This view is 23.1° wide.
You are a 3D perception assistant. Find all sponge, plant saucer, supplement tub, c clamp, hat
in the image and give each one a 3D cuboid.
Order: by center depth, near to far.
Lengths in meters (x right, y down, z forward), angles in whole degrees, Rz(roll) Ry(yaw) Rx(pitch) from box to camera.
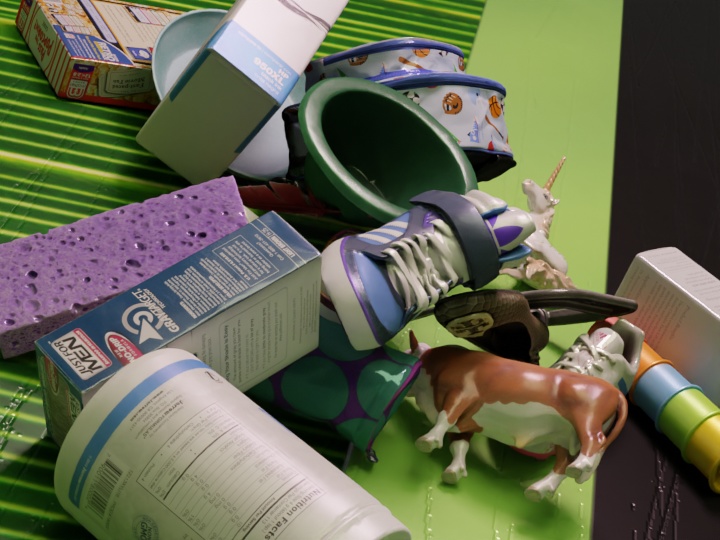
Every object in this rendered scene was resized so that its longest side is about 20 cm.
[{"bbox_3d":[-0.082,0.153,1.101,0.200,0.132,0.132,36,29,21],"label":"supplement tub"},{"bbox_3d":[-0.177,-0.006,1.308,0.199,0.030,0.112,-17,36,-5],"label":"sponge"},{"bbox_3d":[-0.021,-0.053,1.513,0.200,0.176,0.165,49,39,16],"label":"hat"},{"bbox_3d":[0.141,0.033,1.535,0.199,0.170,0.027,9,72,-51],"label":"c clamp"},{"bbox_3d":[-0.116,-0.160,1.685,0.199,0.036,0.201,20,49,-24],"label":"plant saucer"}]

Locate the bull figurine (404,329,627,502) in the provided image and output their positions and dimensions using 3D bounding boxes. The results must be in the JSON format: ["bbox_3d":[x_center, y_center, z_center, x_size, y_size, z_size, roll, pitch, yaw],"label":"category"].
[{"bbox_3d":[0.105,0.110,1.367,0.199,0.065,0.122,6,47,15],"label":"bull figurine"}]

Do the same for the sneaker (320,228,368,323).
[{"bbox_3d":[0.000,0.000,1.486,0.075,0.090,0.200,23,28,-4],"label":"sneaker"}]

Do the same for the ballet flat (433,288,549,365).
[{"bbox_3d":[0.111,0.050,1.426,0.067,0.047,0.200,-9,-13,18],"label":"ballet flat"}]

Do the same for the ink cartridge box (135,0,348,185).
[{"bbox_3d":[-0.100,-0.189,1.587,0.084,0.145,0.200,37,45,-10],"label":"ink cartridge box"}]

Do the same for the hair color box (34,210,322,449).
[{"bbox_3d":[-0.121,0.050,1.206,0.200,0.100,0.060,-31,55,-28],"label":"hair color box"}]

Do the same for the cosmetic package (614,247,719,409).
[{"bbox_3d":[0.319,0.075,1.602,0.200,0.102,0.074,41,32,29],"label":"cosmetic package"}]

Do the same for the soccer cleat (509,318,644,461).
[{"bbox_3d":[0.177,0.091,1.471,0.070,0.087,0.200,34,29,19],"label":"soccer cleat"}]

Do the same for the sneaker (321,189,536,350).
[{"bbox_3d":[0.057,-0.013,1.306,0.081,0.146,0.200,66,12,-6],"label":"sneaker"}]

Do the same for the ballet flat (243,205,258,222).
[{"bbox_3d":[-0.114,-0.018,1.437,0.199,0.068,0.068,-8,83,-48],"label":"ballet flat"}]

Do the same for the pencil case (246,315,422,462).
[{"bbox_3d":[-0.059,0.064,1.331,0.199,0.085,0.092,25,-10,4],"label":"pencil case"}]

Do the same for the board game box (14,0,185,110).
[{"bbox_3d":[-0.224,-0.215,1.743,0.199,0.046,0.152,5,32,-33],"label":"board game box"}]

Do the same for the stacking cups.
[{"bbox_3d":[0.268,0.108,1.543,0.060,0.061,0.200,0,35,-38],"label":"stacking cups"}]

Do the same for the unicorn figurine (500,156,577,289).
[{"bbox_3d":[0.155,-0.037,1.718,0.137,0.074,0.201,18,40,-33],"label":"unicorn figurine"}]

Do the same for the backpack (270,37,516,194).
[{"bbox_3d":[0.043,-0.133,1.624,0.190,0.155,0.200,-1,3,35],"label":"backpack"}]
